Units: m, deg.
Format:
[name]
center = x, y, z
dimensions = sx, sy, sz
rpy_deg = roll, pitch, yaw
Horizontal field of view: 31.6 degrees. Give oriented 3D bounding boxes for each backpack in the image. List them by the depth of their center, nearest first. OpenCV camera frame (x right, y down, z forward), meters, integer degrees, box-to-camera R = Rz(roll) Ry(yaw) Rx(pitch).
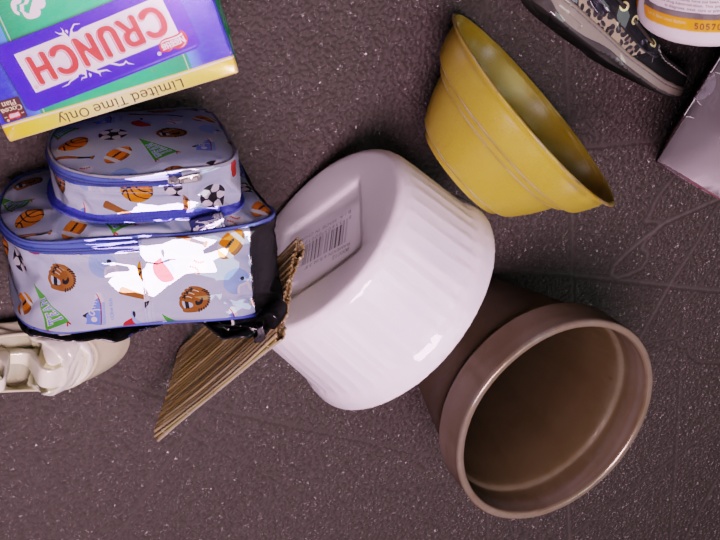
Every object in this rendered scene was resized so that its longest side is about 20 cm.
[backpack]
center = -0.163, -0.030, 0.912
dimensions = 0.190, 0.200, 0.155
rpy_deg = -15, 112, -11

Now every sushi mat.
[sushi mat]
center = -0.103, 0.057, 0.984
dimensions = 0.012, 0.096, 0.200
rpy_deg = 30, 138, -20

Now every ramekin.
[ramekin]
center = 0.000, 0.000, 1.014
dimensions = 0.098, 0.200, 0.201
rpy_deg = 39, 93, -31

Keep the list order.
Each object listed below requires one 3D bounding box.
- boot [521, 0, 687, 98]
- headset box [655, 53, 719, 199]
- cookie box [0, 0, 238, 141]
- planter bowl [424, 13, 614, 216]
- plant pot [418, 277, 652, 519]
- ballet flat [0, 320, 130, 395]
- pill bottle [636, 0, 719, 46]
[boot]
center = 0.245, -0.248, 1.093
dimensions = 0.203, 0.073, 0.154
rpy_deg = 24, 99, -38
[headset box]
center = 0.331, -0.141, 1.126
dimensions = 0.149, 0.075, 0.200
rpy_deg = -59, 171, 10
[cookie box]
center = -0.190, -0.205, 0.833
dimensions = 0.171, 0.075, 0.200
rpy_deg = -17, 125, 2
[planter bowl]
center = 0.111, -0.106, 1.033
dimensions = 0.083, 0.201, 0.200
rpy_deg = -39, 131, 18
[plant pot]
center = 0.131, 0.094, 1.150
dimensions = 0.199, 0.174, 0.201
rpy_deg = -14, 122, -24
[ballet flat]
center = -0.267, 0.073, 0.979
dimensions = 0.199, 0.069, 0.070
rpy_deg = -2, 117, -29
[pill bottle]
center = 0.273, -0.283, 0.971
dimensions = 0.116, 0.116, 0.201
rpy_deg = -18, 126, -20
